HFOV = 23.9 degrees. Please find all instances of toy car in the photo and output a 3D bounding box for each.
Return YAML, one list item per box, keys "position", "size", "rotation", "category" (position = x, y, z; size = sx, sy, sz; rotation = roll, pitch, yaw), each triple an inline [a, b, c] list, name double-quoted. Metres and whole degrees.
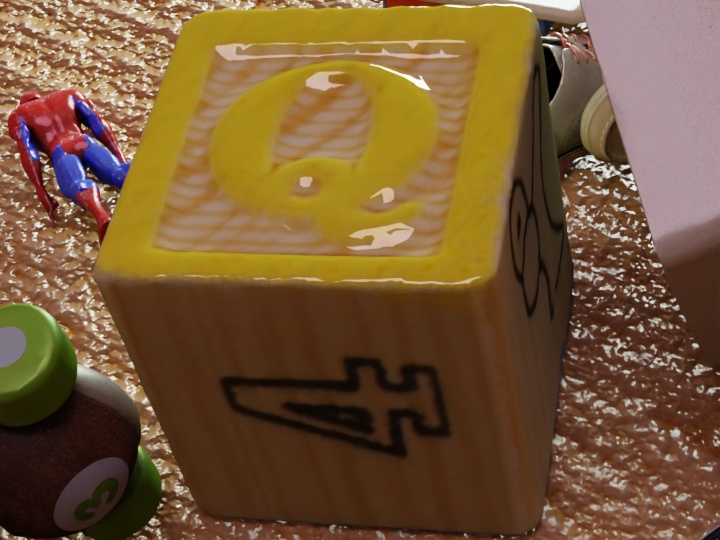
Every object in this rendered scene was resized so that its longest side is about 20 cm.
- position: [-0.200, 0.143, 0.838]
  size: [0.156, 0.165, 0.202]
  rotation: [1, 58, 15]
  category: "toy car"

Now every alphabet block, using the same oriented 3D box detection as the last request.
- position: [0.000, 0.000, 0.881]
  size: [0.194, 0.201, 0.197]
  rotation: [0, 48, 14]
  category: "alphabet block"

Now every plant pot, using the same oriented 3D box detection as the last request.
- position: [0.219, -0.092, 0.846]
  size: [0.175, 0.200, 0.202]
  rotation: [-18, 68, 12]
  category: "plant pot"

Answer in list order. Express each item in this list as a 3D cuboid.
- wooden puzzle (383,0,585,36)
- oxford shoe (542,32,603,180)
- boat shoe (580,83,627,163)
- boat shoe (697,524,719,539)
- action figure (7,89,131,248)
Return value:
- position: [0.103, -0.213, 1.143]
  size: [0.198, 0.047, 0.186]
  rotation: [9, 39, 28]
  category: "wooden puzzle"
- position: [0.138, -0.116, 1.038]
  size: [0.199, 0.074, 0.071]
  rotation: [-37, 50, -20]
  category: "oxford shoe"
- position: [0.229, -0.099, 1.006]
  size: [0.198, 0.073, 0.065]
  rotation: [-15, 45, -7]
  category: "boat shoe"
- position: [0.201, 0.123, 0.752]
  size: [0.199, 0.062, 0.075]
  rotation: [-31, 51, 42]
  category: "boat shoe"
- position: [-0.180, -0.068, 1.093]
  size: [0.065, 0.052, 0.200]
  rotation: [-25, 42, -17]
  category: "action figure"
